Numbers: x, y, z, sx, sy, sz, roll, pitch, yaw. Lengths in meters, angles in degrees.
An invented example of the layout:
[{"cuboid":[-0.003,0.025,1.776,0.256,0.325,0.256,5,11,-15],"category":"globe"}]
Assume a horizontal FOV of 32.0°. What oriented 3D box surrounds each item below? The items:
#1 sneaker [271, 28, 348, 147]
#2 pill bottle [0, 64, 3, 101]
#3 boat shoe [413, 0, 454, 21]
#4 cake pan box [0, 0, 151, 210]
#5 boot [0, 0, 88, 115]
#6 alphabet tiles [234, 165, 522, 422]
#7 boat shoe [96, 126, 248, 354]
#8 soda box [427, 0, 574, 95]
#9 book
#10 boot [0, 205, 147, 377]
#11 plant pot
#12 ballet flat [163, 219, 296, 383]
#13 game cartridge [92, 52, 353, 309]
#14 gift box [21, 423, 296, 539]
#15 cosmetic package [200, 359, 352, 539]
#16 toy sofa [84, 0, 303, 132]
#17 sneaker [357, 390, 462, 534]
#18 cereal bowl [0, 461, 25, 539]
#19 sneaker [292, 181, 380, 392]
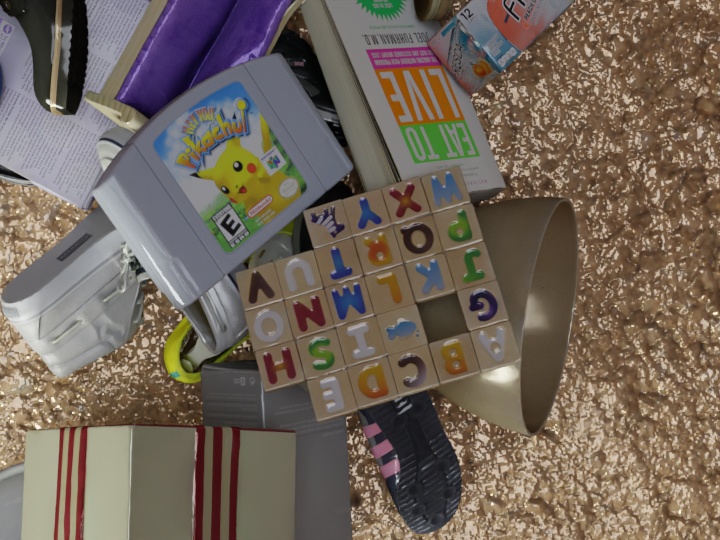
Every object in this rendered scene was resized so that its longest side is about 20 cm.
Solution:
[{"cuboid":[-0.049,-0.168,1.110,0.197,0.076,0.089,12,83,-7],"category":"sneaker"},{"cuboid":[-0.347,-0.156,0.959,0.112,0.200,0.116,0,91,-4],"category":"pill bottle"},{"cuboid":[0.092,-0.311,1.114,0.065,0.074,0.203,13,75,-13],"category":"boat shoe"},{"cuboid":[-0.277,-0.174,1.092,0.182,0.052,0.202,26,87,-4],"category":"cake pan box"},{"cuboid":[-0.294,-0.226,1.018,0.136,0.077,0.203,-2,84,-4],"category":"boot"},{"cuboid":[0.008,0.020,0.980,0.197,0.008,0.169,-16,72,-2],"category":"alphabet tiles"},{"cuboid":[-0.165,-0.016,1.022,0.086,0.074,0.203,-40,101,-27],"category":"boat shoe"},{"cuboid":[0.151,-0.246,1.110,0.064,0.068,0.200,47,68,-6],"category":"soda box"},{"cuboid":[0.039,-0.149,1.087,0.132,0.048,0.202,-12,76,-41],"category":"book"},{"cuboid":[-0.212,0.003,1.099,0.199,0.073,0.096,-39,124,-17],"category":"boot"},{"cuboid":[0.102,0.030,1.085,0.133,0.200,0.204,8,89,21],"category":"plant pot"},{"cuboid":[-0.095,0.023,1.105,0.067,0.067,0.200,44,85,-7],"category":"ballet flat"},{"cuboid":[-0.109,-0.081,1.000,0.200,0.040,0.134,-42,102,-27],"category":"game cartridge"},{"cuboid":[-0.160,0.219,0.981,0.183,0.199,0.190,8,77,-38],"category":"gift box"},{"cuboid":[-0.070,0.180,1.080,0.106,0.089,0.203,-1,91,-48],"category":"cosmetic package"},{"cuboid":[-0.132,-0.195,1.044,0.097,0.083,0.202,24,83,33],"category":"toy sofa"},{"cuboid":[0.037,0.143,1.117,0.069,0.082,0.202,-24,122,-13],"category":"sneaker"},{"cuboid":[-0.268,0.259,1.064,0.197,0.083,0.203,3,84,-25],"category":"cereal bowl"},{"cuboid":[0.000,0.000,1.064,0.074,0.106,0.203,26,53,-37],"category":"sneaker"}]
